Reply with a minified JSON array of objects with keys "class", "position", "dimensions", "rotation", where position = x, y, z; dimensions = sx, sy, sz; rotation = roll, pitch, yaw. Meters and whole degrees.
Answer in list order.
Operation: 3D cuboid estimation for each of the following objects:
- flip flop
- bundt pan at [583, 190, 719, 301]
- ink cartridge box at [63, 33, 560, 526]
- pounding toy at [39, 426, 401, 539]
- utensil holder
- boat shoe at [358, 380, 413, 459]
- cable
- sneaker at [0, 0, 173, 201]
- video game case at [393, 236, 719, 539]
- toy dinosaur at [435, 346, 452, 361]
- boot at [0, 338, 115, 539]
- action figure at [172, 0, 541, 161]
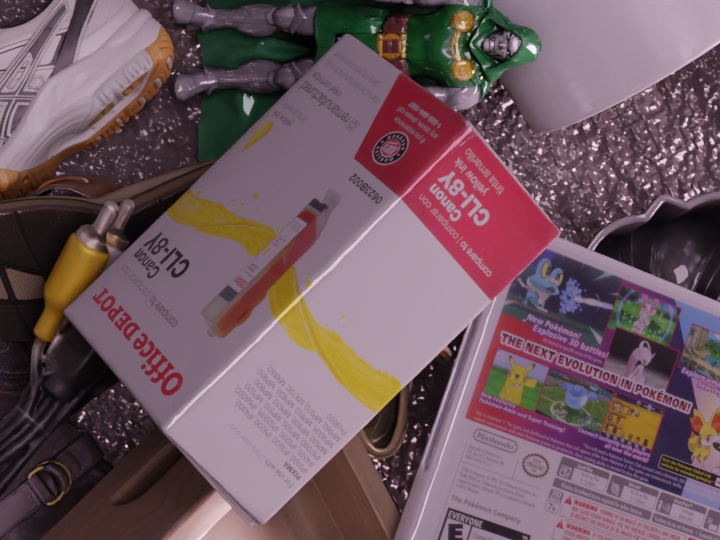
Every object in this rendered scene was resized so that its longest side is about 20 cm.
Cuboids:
[{"class":"flip flop","position":[-0.141,-0.020,1.385],"dimensions":[0.199,0.057,0.081],"rotation":[-19,128,-37]},{"class":"bundt pan","position":[0.180,0.059,1.472],"dimensions":[0.201,0.076,0.203],"rotation":[1,87,-15]},{"class":"ink cartridge box","position":[-0.027,0.002,1.263],"dimensions":[0.200,0.145,0.083],"rotation":[-45,124,-2]},{"class":"pounding toy","position":[-0.092,0.165,1.339],"dimensions":[0.200,0.142,0.185],"rotation":[-44,115,-41]},{"class":"utensil holder","position":[0.110,-0.199,1.418],"dimensions":[0.170,0.170,0.201],"rotation":[-34,99,-14]},{"class":"boat shoe","position":[-0.002,0.001,1.431],"dimensions":[0.073,0.063,0.202],"rotation":[-1,88,-15]},{"class":"cable","position":[-0.161,0.056,1.345],"dimensions":[0.050,0.097,0.200],"rotation":[40,91,26]},{"class":"sneaker","position":[-0.194,-0.078,1.388],"dimensions":[0.200,0.076,0.088],"rotation":[-42,82,-15]},{"class":"video game case","position":[0.130,0.092,1.388],"dimensions":[0.199,0.023,0.183],"rotation":[21,86,-24]},{"class":"toy dinosaur","position":[0.038,-0.016,1.386],"dimensions":[0.200,0.060,0.107],"rotation":[36,76,-19]},{"class":"boot","position":[-0.216,0.112,1.366],"dimensions":[0.199,0.069,0.175],"rotation":[-31,95,-16]},{"class":"action figure","position":[-0.001,-0.117,1.389],"dimensions":[0.199,0.055,0.119],"rotation":[0,97,22]}]
